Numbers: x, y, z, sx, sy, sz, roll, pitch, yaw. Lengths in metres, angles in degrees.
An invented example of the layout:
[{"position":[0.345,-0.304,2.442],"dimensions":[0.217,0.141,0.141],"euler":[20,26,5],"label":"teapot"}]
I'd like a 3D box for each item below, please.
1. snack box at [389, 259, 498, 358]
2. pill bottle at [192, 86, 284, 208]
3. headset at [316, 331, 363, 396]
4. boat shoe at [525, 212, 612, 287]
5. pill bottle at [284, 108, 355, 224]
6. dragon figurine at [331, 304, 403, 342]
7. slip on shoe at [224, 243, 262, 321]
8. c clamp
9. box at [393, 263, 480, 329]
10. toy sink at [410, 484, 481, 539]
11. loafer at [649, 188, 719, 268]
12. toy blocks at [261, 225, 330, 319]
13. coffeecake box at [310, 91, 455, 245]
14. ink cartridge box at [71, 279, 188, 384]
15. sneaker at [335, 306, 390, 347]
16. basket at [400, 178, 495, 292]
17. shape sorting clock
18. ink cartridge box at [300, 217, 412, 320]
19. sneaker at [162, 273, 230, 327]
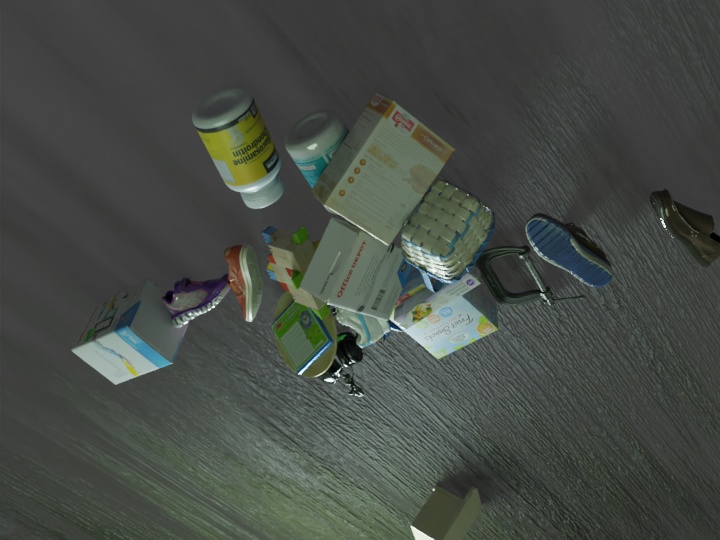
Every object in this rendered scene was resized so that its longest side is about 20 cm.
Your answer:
[{"position":[0.167,0.082,1.532],"dimensions":[0.168,0.068,0.200],"euler":[-33,122,33],"label":"snack box"},{"position":[-0.208,-0.212,1.284],"dimensions":[0.111,0.112,0.201],"euler":[-7,133,18],"label":"pill bottle"},{"position":[-0.042,0.211,1.615],"dimensions":[0.123,0.200,0.094],"euler":[-40,109,-1],"label":"headset"},{"position":[0.386,-0.048,1.354],"dimensions":[0.200,0.073,0.072],"euler":[37,131,-17],"label":"boat shoe"},{"position":[-0.042,-0.177,1.286],"dimensions":[0.110,0.111,0.200],"euler":[-14,130,24],"label":"pill bottle"},{"position":[0.031,0.102,1.587],"dimensions":[0.198,0.059,0.100],"euler":[3,135,8],"label":"dragon figurine"},{"position":[-0.252,0.026,1.563],"dimensions":[0.061,0.074,0.201],"euler":[7,130,13],"label":"slip on shoe"},{"position":[0.331,0.011,1.463],"dimensions":[0.170,0.027,0.200],"euler":[-19,130,34],"label":"c clamp"},{"position":[0.149,0.051,1.433],"dimensions":[0.039,0.042,0.200],"euler":[39,124,-25],"label":"box"},{"position":[0.248,0.710,2.097],"dimensions":[0.112,0.200,0.131],"euler":[21,146,35],"label":"toy sink"},{"position":[0.585,-0.086,1.287],"dimensions":[0.071,0.073,0.200],"euler":[-37,124,26],"label":"loafer"},{"position":[-0.138,-0.006,1.472],"dimensions":[0.136,0.100,0.201],"euler":[16,139,43],"label":"toy blocks"},{"position":[0.038,-0.168,1.217],"dimensions":[0.153,0.073,0.201],"euler":[30,99,-34],"label":"coffeecake box"},{"position":[-0.531,0.146,1.683],"dimensions":[0.199,0.147,0.146],"euler":[-22,127,29],"label":"ink cartridge box"},{"position":[-0.023,0.066,1.503],"dimensions":[0.201,0.081,0.076],"euler":[54,171,-4],"label":"sneaker"},{"position":[0.160,-0.063,1.291],"dimensions":[0.139,0.177,0.200],"euler":[30,170,30],"label":"basket"},{"position":[-0.121,0.133,1.586],"dimensions":[0.199,0.039,0.202],"euler":[11,107,39],"label":"shape sorting clock"},{"position":[0.000,0.000,1.368],"dimensions":[0.084,0.147,0.200],"euler":[28,-176,38],"label":"ink cartridge box"},{"position":[-0.369,0.051,1.613],"dimensions":[0.199,0.081,0.089],"euler":[-28,106,29],"label":"sneaker"}]
